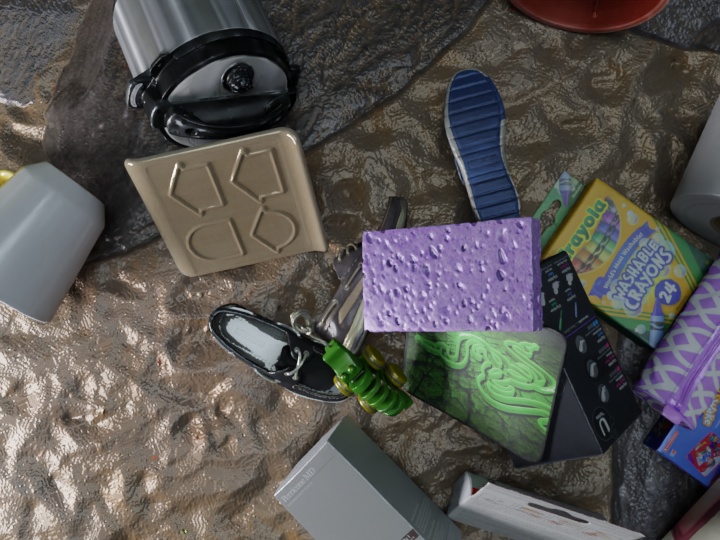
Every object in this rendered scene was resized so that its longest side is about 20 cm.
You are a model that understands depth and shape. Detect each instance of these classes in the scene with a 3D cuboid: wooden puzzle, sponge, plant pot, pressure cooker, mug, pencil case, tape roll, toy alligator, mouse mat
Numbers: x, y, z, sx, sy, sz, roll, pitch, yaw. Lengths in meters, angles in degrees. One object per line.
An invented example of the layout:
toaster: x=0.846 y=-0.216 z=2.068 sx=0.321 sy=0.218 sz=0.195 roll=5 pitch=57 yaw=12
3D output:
wooden puzzle: x=-0.148 y=-0.081 z=0.789 sx=0.197 sy=0.187 sz=0.047 roll=-8 pitch=47 yaw=4
sponge: x=0.091 y=0.008 z=0.713 sx=0.197 sy=0.030 sz=0.114 roll=-3 pitch=88 yaw=33
plant pot: x=0.276 y=-0.417 z=0.770 sx=0.198 sy=0.201 sz=0.198 roll=18 pitch=79 yaw=4
pressure cooker: x=-0.175 y=-0.235 z=0.764 sx=0.174 sy=0.179 sz=0.202 roll=-30 pitch=72 yaw=9
mug: x=-0.402 y=-0.055 z=0.802 sx=0.186 sy=0.149 sz=0.154 roll=37 pitch=81 yaw=-2
pencil case: x=0.387 y=0.079 z=0.747 sx=0.083 sy=0.085 sz=0.202 roll=33 pitch=90 yaw=1
tape roll: x=0.462 y=-0.097 z=0.729 sx=0.200 sy=0.203 sz=0.141 roll=26 pitch=88 yaw=4
toy alligator: x=-0.004 y=0.117 z=0.768 sx=0.059 sy=0.054 sz=0.200 roll=-44 pitch=118 yaw=11
mouse mat: x=0.127 y=0.105 z=0.747 sx=0.198 sy=0.007 sz=0.163 roll=23 pitch=120 yaw=36

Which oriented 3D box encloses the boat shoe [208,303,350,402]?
boat shoe: x=-0.094 y=0.100 z=0.814 sx=0.198 sy=0.060 sz=0.075 roll=32 pitch=87 yaw=4

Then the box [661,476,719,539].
box: x=0.427 y=0.305 z=0.717 sx=0.127 sy=0.109 sz=0.202 roll=30 pitch=115 yaw=4

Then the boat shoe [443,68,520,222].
boat shoe: x=0.140 y=-0.138 z=0.810 sx=0.071 sy=0.072 sz=0.203 roll=-9 pitch=82 yaw=3

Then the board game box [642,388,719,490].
board game box: x=0.450 y=0.165 z=0.792 sx=0.134 sy=0.045 sz=0.201 roll=35 pitch=89 yaw=4

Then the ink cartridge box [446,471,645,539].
ink cartridge box: x=0.190 y=0.254 z=0.726 sx=0.158 sy=0.201 sz=0.051 roll=17 pitch=59 yaw=4

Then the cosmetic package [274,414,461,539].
cosmetic package: x=0.010 y=0.281 z=0.778 sx=0.200 sy=0.090 sz=0.107 roll=42 pitch=107 yaw=2

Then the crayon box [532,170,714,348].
crayon box: x=0.297 y=-0.017 z=0.807 sx=0.199 sy=0.052 sz=0.127 roll=36 pitch=89 yaw=5

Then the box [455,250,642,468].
box: x=0.202 y=0.100 z=0.753 sx=0.105 sy=0.122 sz=0.202 roll=-21 pitch=85 yaw=-43

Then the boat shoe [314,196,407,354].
boat shoe: x=0.000 y=0.000 z=0.809 sx=0.072 sy=0.075 sz=0.203 roll=21 pitch=87 yaw=4
